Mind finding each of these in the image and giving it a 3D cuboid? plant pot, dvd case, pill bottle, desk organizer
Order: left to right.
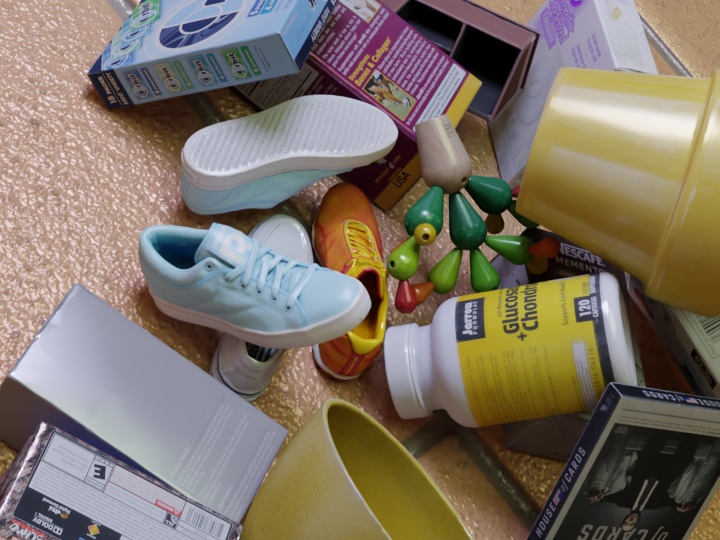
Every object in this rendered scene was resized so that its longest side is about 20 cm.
[{"bbox_3d":[-0.013,0.213,1.018,0.200,0.142,0.200,49,11,-12],"label":"plant pot"},{"bbox_3d":[0.069,-0.233,1.421,0.199,0.072,0.077,28,47,14],"label":"desk organizer"},{"bbox_3d":[0.126,0.071,1.195,0.112,0.199,0.113,-10,90,-77],"label":"pill bottle"},{"bbox_3d":[0.228,0.188,1.189,0.150,0.201,0.025,10,26,-28],"label":"dvd case"},{"bbox_3d":[0.237,-0.082,1.190,0.188,0.201,0.201,17,46,9],"label":"plant pot"}]

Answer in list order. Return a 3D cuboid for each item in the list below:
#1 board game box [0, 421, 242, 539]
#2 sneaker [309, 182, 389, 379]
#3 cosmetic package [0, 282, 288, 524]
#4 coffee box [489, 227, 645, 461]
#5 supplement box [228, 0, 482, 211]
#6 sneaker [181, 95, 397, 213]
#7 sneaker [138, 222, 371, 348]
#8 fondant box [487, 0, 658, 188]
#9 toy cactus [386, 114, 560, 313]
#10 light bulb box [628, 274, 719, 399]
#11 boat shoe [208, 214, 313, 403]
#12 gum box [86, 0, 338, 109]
[{"bbox_3d":[-0.192,0.232,0.935,0.159,0.097,0.200,30,47,-12],"label":"board game box"},{"bbox_3d":[0.000,0.000,1.248,0.073,0.077,0.201,13,51,-24],"label":"sneaker"},{"bbox_3d":[-0.166,0.115,1.048,0.200,0.090,0.107,35,46,-4],"label":"cosmetic package"},{"bbox_3d":[0.191,0.071,1.322,0.114,0.080,0.201,14,52,-25],"label":"coffee box"},{"bbox_3d":[-0.005,-0.177,1.351,0.200,0.103,0.131,38,47,-6],"label":"supplement box"},{"bbox_3d":[-0.066,-0.097,1.245,0.199,0.082,0.074,-11,60,-22],"label":"sneaker"},{"bbox_3d":[-0.091,0.005,1.104,0.199,0.082,0.074,6,51,24],"label":"sneaker"},{"bbox_3d":[0.205,-0.193,1.437,0.058,0.200,0.145,9,53,-29],"label":"fondant box"},{"bbox_3d":[0.090,-0.055,1.253,0.199,0.102,0.166,-21,95,-29],"label":"toy cactus"},{"bbox_3d":[0.357,0.048,1.353,0.125,0.200,0.199,-30,73,1],"label":"light bulb box"},{"bbox_3d":[-0.069,0.022,1.190,0.073,0.067,0.201,25,48,-17],"label":"boat shoe"},{"bbox_3d":[-0.119,-0.222,1.250,0.045,0.199,0.170,61,36,-34],"label":"gum box"}]
